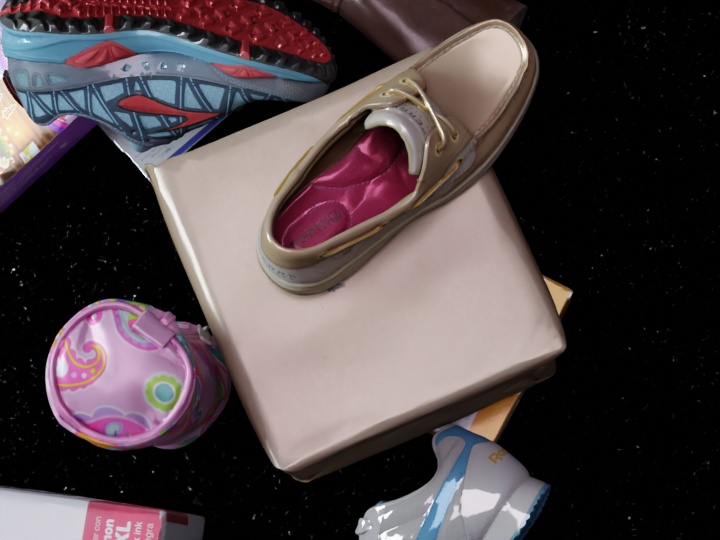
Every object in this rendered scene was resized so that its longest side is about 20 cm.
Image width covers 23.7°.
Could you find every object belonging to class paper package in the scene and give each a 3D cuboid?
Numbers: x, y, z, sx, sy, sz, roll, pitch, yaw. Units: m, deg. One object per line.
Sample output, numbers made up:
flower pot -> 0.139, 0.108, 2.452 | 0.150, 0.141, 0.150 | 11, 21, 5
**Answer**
paper package -> 0.000, 0.000, 1.015 | 0.190, 0.103, 0.201 | -23, 78, -1

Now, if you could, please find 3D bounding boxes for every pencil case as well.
pencil case -> -0.125, 0.062, 1.003 | 0.087, 0.200, 0.088 | 0, 85, 3

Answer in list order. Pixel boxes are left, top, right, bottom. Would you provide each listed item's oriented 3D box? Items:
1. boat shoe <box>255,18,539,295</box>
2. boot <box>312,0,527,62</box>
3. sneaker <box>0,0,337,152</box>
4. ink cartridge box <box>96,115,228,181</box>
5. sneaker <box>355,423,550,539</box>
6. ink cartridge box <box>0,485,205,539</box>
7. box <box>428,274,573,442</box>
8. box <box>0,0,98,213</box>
boat shoe -> 0.023, -0.066, 0.940 | 0.074, 0.069, 0.200 | 43, 83, 9
boot -> -0.010, -0.158, 1.085 | 0.200, 0.064, 0.186 | 39, 65, 6
sneaker -> -0.114, -0.118, 1.032 | 0.199, 0.096, 0.079 | 7, 38, 0
ink cartridge box -> -0.160, -0.157, 1.124 | 0.099, 0.039, 0.200 | -39, 79, -4
sneaker -> 0.026, 0.185, 1.029 | 0.081, 0.077, 0.200 | 38, 92, 13
ink cartridge box -> -0.205, 0.171, 1.014 | 0.199, 0.145, 0.084 | 7, 81, 5
box -> 0.019, 0.022, 1.081 | 0.199, 0.041, 0.119 | 28, 83, 10
box -> -0.272, -0.136, 1.108 | 0.137, 0.039, 0.200 | -40, 80, 14
